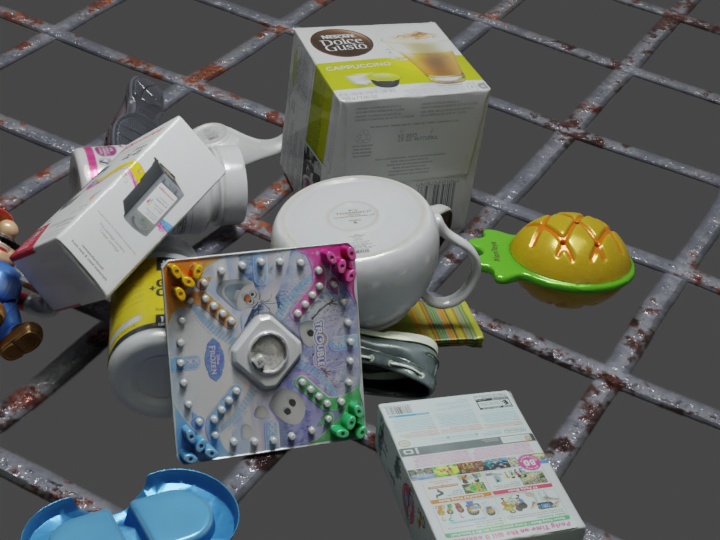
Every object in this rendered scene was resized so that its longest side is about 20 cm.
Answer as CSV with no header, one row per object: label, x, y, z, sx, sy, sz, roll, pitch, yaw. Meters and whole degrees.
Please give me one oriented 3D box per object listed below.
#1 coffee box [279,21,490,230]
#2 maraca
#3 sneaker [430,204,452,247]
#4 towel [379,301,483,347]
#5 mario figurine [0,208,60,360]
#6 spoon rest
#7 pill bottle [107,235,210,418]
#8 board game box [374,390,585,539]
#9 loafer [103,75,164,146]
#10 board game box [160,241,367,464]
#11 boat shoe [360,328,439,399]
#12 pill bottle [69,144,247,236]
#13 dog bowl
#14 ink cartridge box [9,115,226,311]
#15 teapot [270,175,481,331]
coffee box,0.024,-0.178,1.776,0.197,0.202,0.198,-6,36,-19
maraca,0.224,-0.013,1.663,0.197,0.108,0.138,3,27,-6
sneaker,0.031,-0.038,1.690,0.084,0.074,0.199,30,42,26
towel,0.035,0.064,1.600,0.197,0.018,0.086,-3,31,-13
mario figurine,-0.389,-0.005,1.528,0.105,0.124,0.201,-17,44,-12
spoon rest,-0.153,-0.172,1.873,0.198,0.061,0.100,-22,42,-16
pill bottle,-0.207,0.052,1.483,0.110,0.113,0.201,1,35,-9
board game box,0.110,0.208,1.367,0.145,0.065,0.201,-5,35,-16
loafer,-0.299,-0.176,1.851,0.071,0.063,0.201,30,34,-21
board game box,-0.091,0.082,1.397,0.197,0.203,0.026,-6,7,-19
boat shoe,-0.014,0.101,1.489,0.197,0.073,0.062,3,52,-7
pill bottle,-0.240,-0.095,1.685,0.197,0.115,0.114,-5,37,-19
dog bowl,-0.205,0.246,1.265,0.198,0.050,0.112,-13,40,-28
ink cartridge box,-0.257,-0.057,1.498,0.200,0.086,0.147,-51,19,-29
teapot,0.000,0.000,1.539,0.198,0.148,0.197,21,43,31
